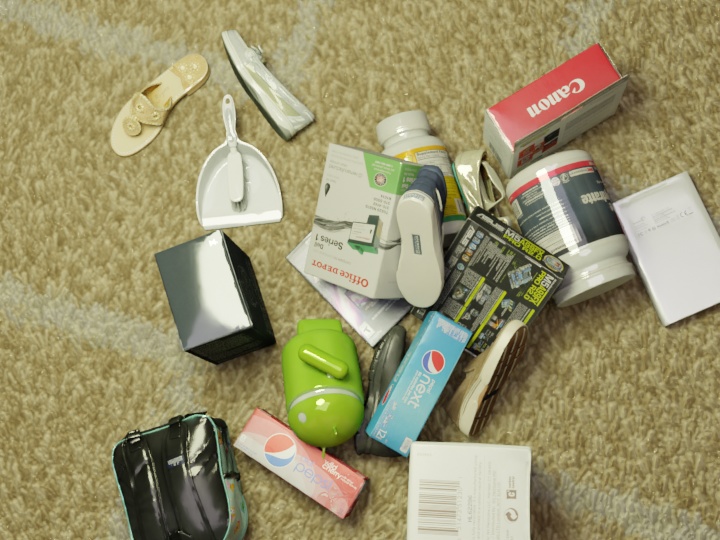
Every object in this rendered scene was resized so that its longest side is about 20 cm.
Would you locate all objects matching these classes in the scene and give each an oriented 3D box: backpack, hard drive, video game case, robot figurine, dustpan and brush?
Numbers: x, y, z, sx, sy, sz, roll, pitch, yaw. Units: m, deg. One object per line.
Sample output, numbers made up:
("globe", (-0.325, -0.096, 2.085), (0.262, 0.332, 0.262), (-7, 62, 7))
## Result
("backpack", (-0.254, 0.328, 1.502), (0.174, 0.153, 0.202), (-18, 69, 4))
("hard drive", (0.477, -0.033, 1.564), (0.131, 0.025, 0.202), (-23, 78, 1))
("video game case", (0.000, 0.000, 1.608), (0.143, 0.019, 0.200), (-44, 79, -4))
("robot figurine", (-0.055, 0.168, 1.514), (0.114, 0.176, 0.202), (2, 53, -15))
("dustpan and brush", (-0.199, -0.175, 1.638), (0.138, 0.057, 0.203), (-6, 79, 4))

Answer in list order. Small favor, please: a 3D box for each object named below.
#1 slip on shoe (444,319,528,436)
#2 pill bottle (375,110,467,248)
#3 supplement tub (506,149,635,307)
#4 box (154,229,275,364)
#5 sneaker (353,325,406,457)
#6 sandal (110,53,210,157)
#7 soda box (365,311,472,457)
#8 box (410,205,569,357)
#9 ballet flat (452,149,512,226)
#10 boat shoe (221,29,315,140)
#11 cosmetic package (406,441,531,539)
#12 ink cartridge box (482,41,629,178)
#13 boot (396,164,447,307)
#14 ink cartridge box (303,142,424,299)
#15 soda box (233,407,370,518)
("slip on shoe", (0.179, 0.149, 1.503), (0.060, 0.076, 0.202), (38, 127, 30))
("pill bottle", (0.088, -0.135, 1.576), (0.111, 0.113, 0.202), (-15, 79, 2))
("supplement tub", (0.311, -0.062, 1.526), (0.139, 0.140, 0.202), (-21, 78, 1))
("box", (-0.210, 0.045, 1.527), (0.106, 0.200, 0.150), (-19, 78, 1))
("sneaker", (0.049, 0.184, 1.549), (0.090, 0.076, 0.203), (12, 90, 1))
("sandal", (-0.335, -0.279, 1.666), (0.212, 0.070, 0.078), (-44, 78, -3))
("soda box", (0.083, 0.161, 1.484), (0.064, 0.068, 0.201), (30, 86, -4))
("box", (0.184, 0.029, 1.502), (0.159, 0.044, 0.201), (32, 127, 5))
("ballet flat", (0.195, -0.086, 1.559), (0.062, 0.067, 0.202), (-17, 94, 31))
("boat shoe", (-0.153, -0.305, 1.655), (0.064, 0.074, 0.203), (-34, 82, -8))
("cosmetic package", (0.152, 0.328, 1.439), (0.164, 0.200, 0.170), (1, 80, 6))
("ink cartridge box", (0.289, -0.244, 1.545), (0.199, 0.176, 0.084), (-31, 78, -1))
("boot", (0.096, -0.047, 1.461), (0.072, 0.202, 0.091), (14, 44, 17))
("ink cartridge box", (0.009, -0.071, 1.515), (0.145, 0.084, 0.203), (19, 101, 37))
("soda box", (-0.087, 0.287, 1.540), (0.199, 0.063, 0.070), (31, 84, 11))
